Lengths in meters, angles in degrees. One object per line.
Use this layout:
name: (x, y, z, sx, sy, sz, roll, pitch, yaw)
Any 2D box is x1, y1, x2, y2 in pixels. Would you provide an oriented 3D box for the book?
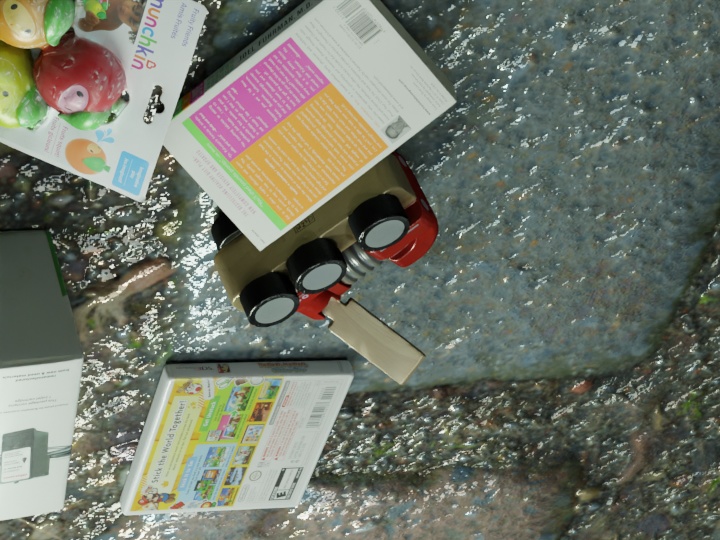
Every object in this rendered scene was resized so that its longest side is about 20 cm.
book: (-0.044, -0.125, 1.583, 0.200, 0.048, 0.134, -35, 116, 17)

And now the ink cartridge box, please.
ink cartridge box: (-0.287, 0.088, 1.661, 0.083, 0.147, 0.200, -5, 139, -20)

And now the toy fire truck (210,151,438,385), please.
toy fire truck: (0.000, 0.000, 1.720, 0.176, 0.129, 0.200, -35, 150, 15)

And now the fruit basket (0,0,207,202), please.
fruit basket: (-0.223, -0.147, 1.414, 0.200, 0.094, 0.185, 27, 130, 3)

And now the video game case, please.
video game case: (-0.118, 0.158, 1.907, 0.182, 0.023, 0.200, 0, 136, -24)

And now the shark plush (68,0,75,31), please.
shark plush: (-0.175, -0.167, 1.491, 0.083, 0.091, 0.200, -24, 147, -51)
